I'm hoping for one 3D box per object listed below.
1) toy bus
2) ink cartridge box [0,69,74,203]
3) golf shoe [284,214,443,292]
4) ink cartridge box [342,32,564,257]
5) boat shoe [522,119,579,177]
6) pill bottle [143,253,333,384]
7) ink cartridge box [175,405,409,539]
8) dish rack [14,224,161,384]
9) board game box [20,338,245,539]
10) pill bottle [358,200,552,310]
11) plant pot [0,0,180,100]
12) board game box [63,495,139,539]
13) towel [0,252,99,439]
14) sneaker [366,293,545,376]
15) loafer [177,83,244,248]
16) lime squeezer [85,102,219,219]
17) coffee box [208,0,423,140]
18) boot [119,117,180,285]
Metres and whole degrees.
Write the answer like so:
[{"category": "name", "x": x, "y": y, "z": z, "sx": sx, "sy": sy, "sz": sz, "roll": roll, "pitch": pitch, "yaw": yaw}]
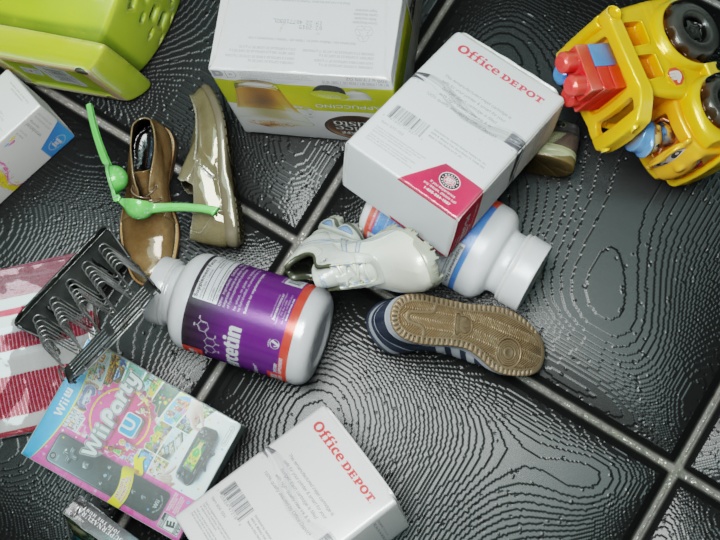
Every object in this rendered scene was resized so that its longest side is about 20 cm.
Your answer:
[{"category": "toy bus", "x": 0.296, "y": -0.187, "z": 1.206, "sx": 0.191, "sy": 0.136, "sz": 0.201, "roll": -13, "pitch": 77, "yaw": -32}, {"category": "ink cartridge box", "x": -0.450, "y": -0.131, "z": 1.324, "sx": 0.200, "sy": 0.116, "sz": 0.067, "roll": -43, "pitch": 78, "yaw": -3}, {"category": "golf shoe", "x": 0.000, "y": 0.000, "z": 1.189, "sx": 0.097, "sy": 0.199, "sz": 0.079, "roll": -34, "pitch": 116, "yaw": -31}, {"category": "ink cartridge box", "x": 0.098, "y": -0.137, "z": 1.187, "sx": 0.145, "sy": 0.084, "sz": 0.200, "roll": 36, "pitch": 64, "yaw": 15}, {"category": "boat shoe", "x": 0.156, "y": -0.163, "z": 1.294, "sx": 0.199, "sy": 0.073, "sz": 0.065, "roll": 18, "pitch": 70, "yaw": 6}, {"category": "pill bottle", "x": -0.137, "y": 0.049, "z": 1.255, "sx": 0.199, "sy": 0.112, "sz": 0.113, "roll": 16, "pitch": 81, "yaw": 10}, {"category": "ink cartridge box", "x": -0.070, "y": 0.265, "z": 1.187, "sx": 0.200, "sy": 0.084, "sz": 0.146, "roll": -36, "pitch": 57, "yaw": -8}, {"category": "dish rack", "x": -0.297, "y": 0.039, "z": 1.223, "sx": 0.154, "sy": 0.200, "sz": 0.055, "roll": -49, "pitch": 117, "yaw": -5}, {"category": "board game box", "x": -0.251, "y": 0.190, "z": 1.252, "sx": 0.199, "sy": 0.064, "sz": 0.148, "roll": 28, "pitch": 82, "yaw": 4}, {"category": "pill bottle", "x": 0.107, "y": -0.040, "z": 1.247, "sx": 0.199, "sy": 0.112, "sz": 0.113, "roll": 29, "pitch": 83, "yaw": 10}, {"category": "plant pot", "x": -0.336, "y": -0.310, "z": 1.313, "sx": 0.198, "sy": 0.200, "sz": 0.183, "roll": 11, "pitch": 86, "yaw": 8}, {"category": "board game box", "x": -0.226, "y": 0.325, "z": 1.197, "sx": 0.199, "sy": 0.135, "sz": 0.028, "roll": 33, "pitch": 63, "yaw": 12}, {"category": "towel", "x": -0.377, "y": 0.087, "z": 1.320, "sx": 0.143, "sy": 0.023, "sz": 0.201, "roll": -13, "pitch": 78, "yaw": 4}, {"category": "sneaker", "x": 0.102, "y": 0.072, "z": 1.254, "sx": 0.199, "sy": 0.108, "sz": 0.071, "roll": 17, "pitch": 76, "yaw": -21}, {"category": "loafer", "x": -0.182, "y": -0.122, "z": 1.314, "sx": 0.067, "sy": 0.076, "sz": 0.201, "roll": -10, "pitch": 77, "yaw": -2}, {"category": "lime squeezer", "x": -0.258, "y": -0.104, "z": 1.266, "sx": 0.200, "sy": 0.038, "sz": 0.071, "roll": 39, "pitch": 105, "yaw": 10}, {"category": "coffee box", "x": -0.040, "y": -0.273, "z": 1.265, "sx": 0.198, "sy": 0.198, "sz": 0.201, "roll": 6, "pitch": 77, "yaw": 8}, {"category": "boot", "x": -0.254, "y": -0.082, "z": 1.315, "sx": 0.073, "sy": 0.075, "sz": 0.201, "roll": -2, "pitch": 80, "yaw": 3}]
